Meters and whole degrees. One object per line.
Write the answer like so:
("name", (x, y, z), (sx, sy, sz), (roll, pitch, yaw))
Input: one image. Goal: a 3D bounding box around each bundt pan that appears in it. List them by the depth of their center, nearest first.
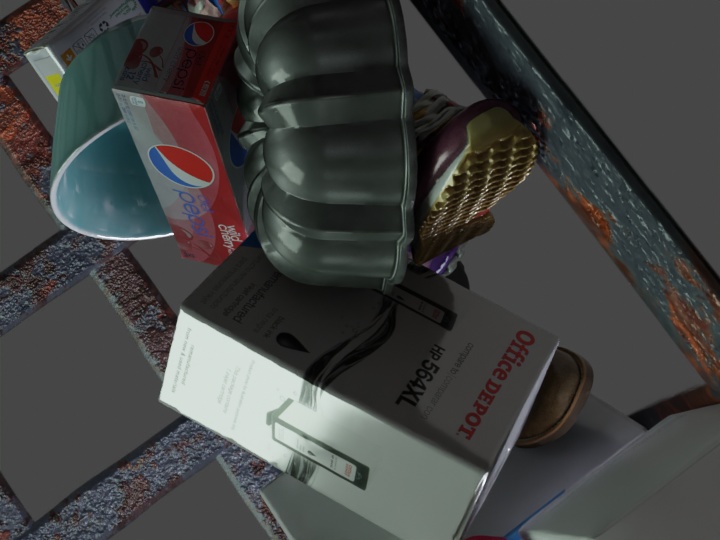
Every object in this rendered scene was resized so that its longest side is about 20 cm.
("bundt pan", (-0.027, -0.084, 0.741), (0.202, 0.075, 0.204), (175, 90, -79))

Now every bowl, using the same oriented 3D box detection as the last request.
("bowl", (-0.146, -0.118, 0.994), (0.201, 0.199, 0.106), (74, 175, -67))

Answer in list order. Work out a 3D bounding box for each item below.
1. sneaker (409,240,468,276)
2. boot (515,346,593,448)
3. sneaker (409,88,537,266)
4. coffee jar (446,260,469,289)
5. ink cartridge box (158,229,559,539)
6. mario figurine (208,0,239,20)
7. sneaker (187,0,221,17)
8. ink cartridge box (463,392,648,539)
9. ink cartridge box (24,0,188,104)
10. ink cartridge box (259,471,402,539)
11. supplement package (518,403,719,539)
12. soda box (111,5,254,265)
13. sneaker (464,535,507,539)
("sneaker", (0.000, 0.000, 0.928), (0.081, 0.088, 0.200), (53, 133, 16))
("boot", (0.089, 0.070, 0.918), (0.075, 0.074, 0.200), (32, 173, -20))
("sneaker", (0.039, -0.067, 0.748), (0.091, 0.075, 0.200), (61, 167, 10))
("coffee jar", (0.018, -0.002, 1.092), (0.105, 0.085, 0.200), (56, 172, -12))
("ink cartridge box", (0.003, 0.059, 0.799), (0.199, 0.146, 0.085), (27, 128, 10))
("mario figurine", (-0.057, -0.187, 0.910), (0.123, 0.106, 0.200), (18, -154, -32))
("sneaker", (-0.120, -0.187, 1.088), (0.201, 0.104, 0.075), (58, 175, -18))
("ink cartridge box", (0.155, 0.208, 0.929), (0.201, 0.146, 0.146), (58, 171, -19))
("ink cartridge box", (-0.163, -0.163, 1.141), (0.047, 0.198, 0.201), (-1, 129, 41))
("ink cartridge box", (0.032, 0.222, 0.875), (0.145, 0.084, 0.201), (45, 167, 50))
("supplement package", (0.173, 0.147, 0.663), (0.122, 0.119, 0.200), (55, 172, 7))
("soda box", (-0.099, -0.079, 0.868), (0.063, 0.070, 0.200), (12, 152, 14))
("sneaker", (0.106, 0.225, 0.779), (0.200, 0.080, 0.075), (55, -145, -48))
